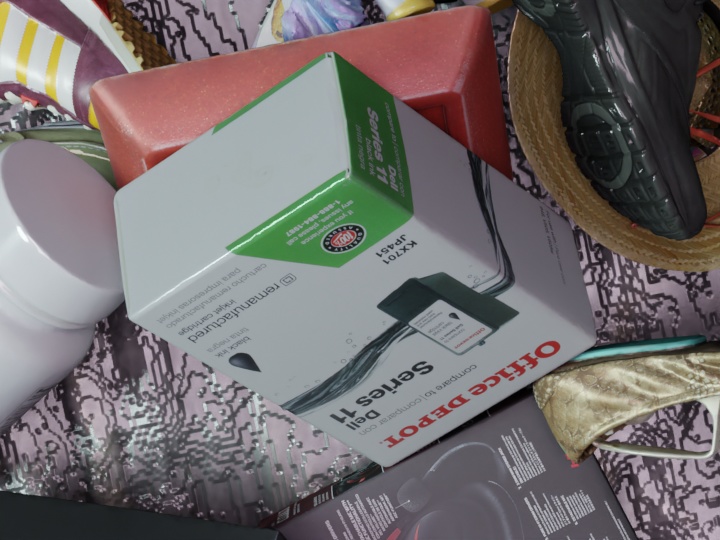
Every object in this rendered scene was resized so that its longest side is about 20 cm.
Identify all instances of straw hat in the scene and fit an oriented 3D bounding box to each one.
[{"bbox_3d":[0.152,-0.103,1.519,0.201,0.085,0.202,-3,99,-16],"label":"straw hat"}]

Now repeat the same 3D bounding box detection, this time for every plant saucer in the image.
[{"bbox_3d":[-0.021,-0.039,1.482,0.200,0.200,0.037,-12,53,0],"label":"plant saucer"}]

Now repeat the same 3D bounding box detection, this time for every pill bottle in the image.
[{"bbox_3d":[-0.207,0.030,1.483,0.113,0.113,0.200,47,117,-2],"label":"pill bottle"}]

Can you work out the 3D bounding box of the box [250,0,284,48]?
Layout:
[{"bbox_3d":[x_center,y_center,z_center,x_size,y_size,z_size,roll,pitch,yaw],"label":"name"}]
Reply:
[{"bbox_3d":[-0.028,-0.134,1.544,0.041,0.039,0.200,27,93,-1],"label":"box"}]

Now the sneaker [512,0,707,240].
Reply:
[{"bbox_3d":[0.137,-0.110,1.433,0.091,0.076,0.200,-29,110,-21],"label":"sneaker"}]

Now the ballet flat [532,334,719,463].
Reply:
[{"bbox_3d":[0.184,0.058,1.454,0.200,0.070,0.065,-12,90,26],"label":"ballet flat"}]

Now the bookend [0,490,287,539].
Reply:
[{"bbox_3d":[-0.140,0.223,1.459,0.200,0.092,0.199,4,60,27],"label":"bookend"}]

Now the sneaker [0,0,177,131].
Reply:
[{"bbox_3d":[-0.157,-0.105,1.526,0.090,0.075,0.200,-42,76,10],"label":"sneaker"}]

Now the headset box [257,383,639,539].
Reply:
[{"bbox_3d":[0.047,0.165,1.542,0.200,0.075,0.149,-29,92,1],"label":"headset box"}]

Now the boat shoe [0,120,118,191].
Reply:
[{"bbox_3d":[-0.199,-0.036,1.538,0.200,0.062,0.072,-9,93,0],"label":"boat shoe"}]

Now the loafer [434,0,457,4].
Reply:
[{"bbox_3d":[0.115,-0.205,1.523,0.200,0.073,0.071,-22,92,0],"label":"loafer"}]

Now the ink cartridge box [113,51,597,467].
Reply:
[{"bbox_3d":[0.000,0.000,1.437,0.146,0.083,0.200,-33,137,26],"label":"ink cartridge box"}]

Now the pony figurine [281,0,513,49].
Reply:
[{"bbox_3d":[-0.030,-0.201,1.463,0.193,0.167,0.200,-23,80,-19],"label":"pony figurine"}]
